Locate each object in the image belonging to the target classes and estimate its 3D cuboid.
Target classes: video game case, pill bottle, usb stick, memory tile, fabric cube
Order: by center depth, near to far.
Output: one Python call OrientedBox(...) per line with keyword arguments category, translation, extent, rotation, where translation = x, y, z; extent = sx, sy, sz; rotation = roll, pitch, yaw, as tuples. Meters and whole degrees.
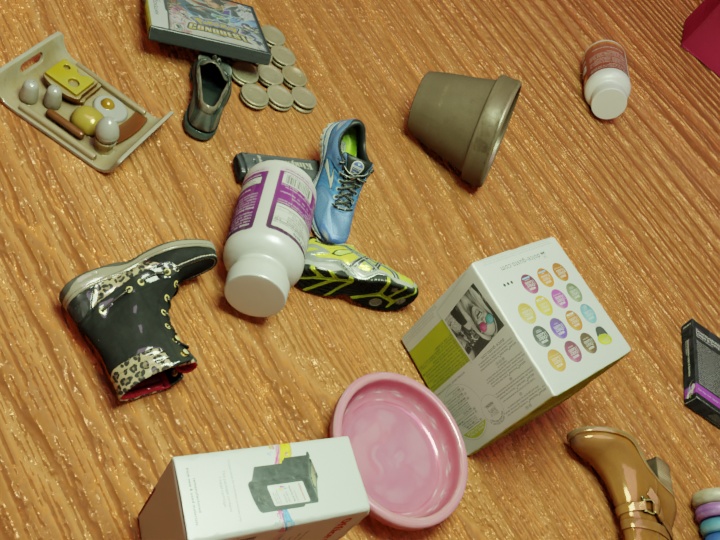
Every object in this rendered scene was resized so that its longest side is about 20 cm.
OrientedBox(category="pill bottle", translation=(-0.124, -0.043, 0.996), extent=(0.110, 0.113, 0.204), rotation=(23, 47, -16))
OrientedBox(category="usb stick", translation=(-0.103, -0.153, 1.151), extent=(0.195, 0.033, 0.057), rotation=(1, 57, -33))
OrientedBox(category="video game case", translation=(-0.256, -0.410, 1.214), extent=(0.195, 0.026, 0.183), rotation=(5, 40, -26))
OrientedBox(category="memory tile", translation=(-0.167, -0.353, 1.276), extent=(0.150, 0.017, 0.203), rotation=(-8, 61, -38))
OrientedBox(category="pill bottle", translation=(0.604, -0.467, 1.815), extent=(0.110, 0.113, 0.203), rotation=(25, 46, -14))
OrientedBox(category="fabric cube", translation=(1.185, -0.784, 2.392), extent=(0.194, 0.201, 0.201), rotation=(36, 46, -4))

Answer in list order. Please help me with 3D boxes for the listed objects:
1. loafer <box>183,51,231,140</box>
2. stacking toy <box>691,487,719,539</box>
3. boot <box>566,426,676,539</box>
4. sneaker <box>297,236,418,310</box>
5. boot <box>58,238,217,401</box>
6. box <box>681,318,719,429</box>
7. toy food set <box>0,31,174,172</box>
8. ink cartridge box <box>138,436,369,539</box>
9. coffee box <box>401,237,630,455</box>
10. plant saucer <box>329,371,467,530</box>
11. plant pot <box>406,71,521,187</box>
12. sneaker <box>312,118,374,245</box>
OrientedBox(category="loafer", translation=(-0.230, -0.292, 1.151), extent=(0.070, 0.063, 0.204), rotation=(17, 49, -22))
OrientedBox(category="stacking toy", translation=(0.559, 0.441, 1.115), extent=(0.083, 0.085, 0.205), rotation=(19, 55, -19))
OrientedBox(category="boot", translation=(0.385, 0.333, 1.087), extent=(0.197, 0.076, 0.158), rotation=(33, 48, -18))
OrientedBox(category="sneaker", translation=(0.000, 0.000, 1.073), extent=(0.195, 0.076, 0.078), rotation=(18, 48, -24))
OrientedBox(category="boot", translation=(-0.234, 0.053, 0.873), extent=(0.197, 0.074, 0.152), rotation=(-20, 68, -38))
OrientedBox(category="box", translation=(0.673, 0.205, 1.397), extent=(0.141, 0.036, 0.202), rotation=(33, 46, -9))
OrientedBox(category="toy food set", translation=(-0.375, -0.237, 1.013), extent=(0.198, 0.061, 0.145), rotation=(35, 45, -6))
OrientedBox(category="ink cartridge box", translation=(-0.110, 0.248, 0.755), extent=(0.195, 0.147, 0.084), rotation=(1, 53, -33))
OrientedBox(category="coffee box", translation=(0.215, 0.106, 1.045), extent=(0.196, 0.201, 0.201), rotation=(-16, 66, -40))
OrientedBox(category="plant saucer", translation=(0.044, 0.231, 0.940), extent=(0.196, 0.051, 0.205), rotation=(18, 49, -22))
OrientedBox(category="plant pot", translation=(0.181, -0.277, 1.349), extent=(0.171, 0.203, 0.202), rotation=(22, 44, 8))
OrientedBox(category="sneaker", translation=(-0.029, -0.138, 1.119), extent=(0.077, 0.088, 0.207), rotation=(11, 78, -30))
